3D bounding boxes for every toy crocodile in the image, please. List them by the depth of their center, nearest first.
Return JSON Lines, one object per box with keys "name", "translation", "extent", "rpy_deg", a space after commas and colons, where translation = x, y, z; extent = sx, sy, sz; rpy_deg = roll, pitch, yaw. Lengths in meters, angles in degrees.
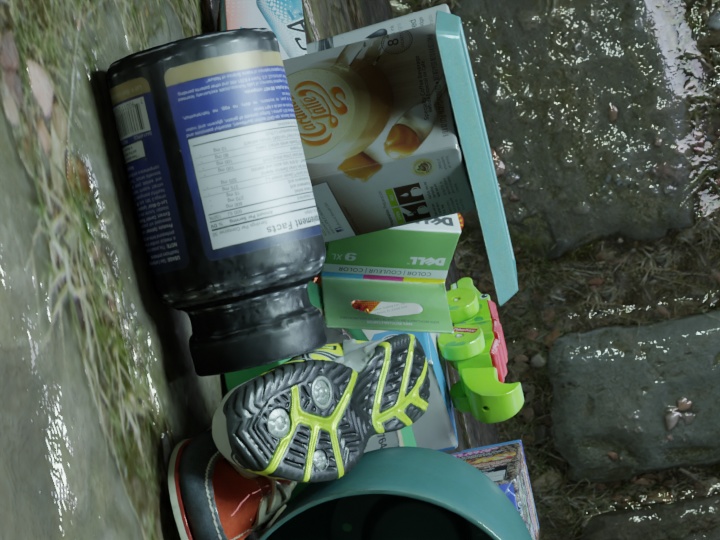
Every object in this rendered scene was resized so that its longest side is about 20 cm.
{"name": "toy crocodile", "translation": [0.102, 0.065, 1.431], "extent": [0.200, 0.061, 0.068], "rpy_deg": [-88, 166, -66]}

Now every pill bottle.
{"name": "pill bottle", "translation": [-0.084, -0.041, 1.032], "extent": [0.112, 0.111, 0.202], "rpy_deg": [-29, 107, -82]}

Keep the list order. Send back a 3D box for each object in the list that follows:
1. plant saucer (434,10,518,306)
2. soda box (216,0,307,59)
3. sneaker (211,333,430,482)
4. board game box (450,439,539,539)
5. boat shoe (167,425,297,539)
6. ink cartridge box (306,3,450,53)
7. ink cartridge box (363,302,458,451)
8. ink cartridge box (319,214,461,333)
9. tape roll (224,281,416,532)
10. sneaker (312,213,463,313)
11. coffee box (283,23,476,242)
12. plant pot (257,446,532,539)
{"name": "plant saucer", "translation": [0.082, -0.079, 1.154], "extent": [0.070, 0.019, 0.201], "rpy_deg": [-81, 157, -69]}
{"name": "soda box", "translation": [-0.078, -0.153, 1.347], "extent": [0.064, 0.068, 0.201], "rpy_deg": [105, -18, -52]}
{"name": "sneaker", "translation": [-0.033, 0.088, 1.028], "extent": [0.200, 0.076, 0.076], "rpy_deg": [-10, 93, -57]}
{"name": "board game box", "translation": [0.088, 0.244, 1.620], "extent": [0.200, 0.158, 0.098], "rpy_deg": [-33, 111, -81]}
{"name": "boat shoe", "translation": [-0.072, 0.129, 1.032], "extent": [0.200, 0.062, 0.072], "rpy_deg": [-45, 124, -79]}
{"name": "ink cartridge box", "translation": [0.001, -0.133, 1.467], "extent": [0.084, 0.199, 0.145], "rpy_deg": [59, 19, -54]}
{"name": "ink cartridge box", "translation": [0.004, 0.051, 1.440], "extent": [0.126, 0.128, 0.201], "rpy_deg": [70, 11, -47]}
{"name": "ink cartridge box", "translation": [0.016, -0.046, 1.296], "extent": [0.060, 0.103, 0.201], "rpy_deg": [107, -19, -44]}
{"name": "tape roll", "translation": [-0.026, 0.103, 1.225], "extent": [0.201, 0.048, 0.201], "rpy_deg": [51, 21, -28]}
{"name": "sneaker", "translation": [0.000, 0.000, 1.364], "extent": [0.073, 0.199, 0.078], "rpy_deg": [15, -54, 63]}
{"name": "coffee box", "translation": [-0.027, -0.088, 1.184], "extent": [0.080, 0.198, 0.115], "rpy_deg": [65, 14, -56]}
{"name": "plant pot", "translation": [0.028, 0.204, 1.061], "extent": [0.161, 0.199, 0.202], "rpy_deg": [-57, 133, -72]}
